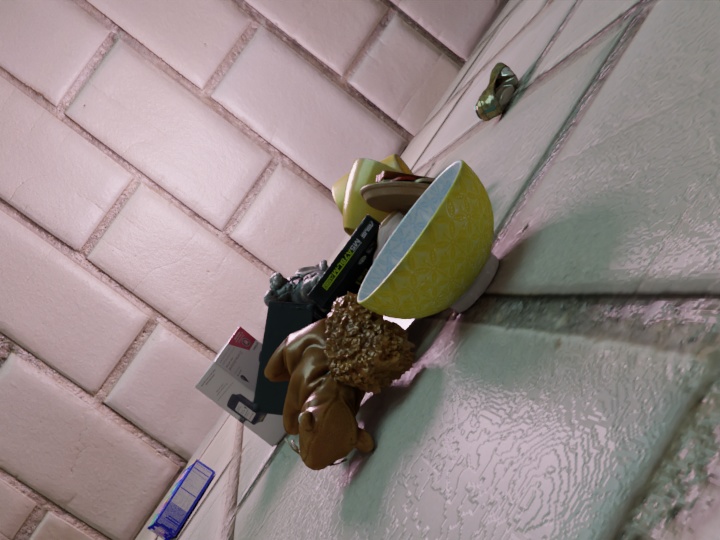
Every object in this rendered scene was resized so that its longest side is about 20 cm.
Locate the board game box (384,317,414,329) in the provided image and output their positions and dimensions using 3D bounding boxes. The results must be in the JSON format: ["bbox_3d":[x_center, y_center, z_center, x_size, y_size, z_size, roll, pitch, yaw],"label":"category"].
[{"bbox_3d":[0.069,0.053,0.902,0.159,0.039,0.199,-56,14,-21],"label":"board game box"}]

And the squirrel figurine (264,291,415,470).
[{"bbox_3d":[-0.027,0.133,0.768,0.201,0.140,0.187,-56,12,18],"label":"squirrel figurine"}]

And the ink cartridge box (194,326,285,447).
[{"bbox_3d":[-0.211,0.233,1.287,0.084,0.199,0.145,-47,9,25],"label":"ink cartridge box"}]

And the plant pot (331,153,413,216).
[{"bbox_3d":[0.055,-0.201,1.694,0.188,0.202,0.201,-34,13,18],"label":"plant pot"}]

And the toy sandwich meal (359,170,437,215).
[{"bbox_3d":[0.091,-0.145,1.118,0.205,0.201,0.072,155,122,-76],"label":"toy sandwich meal"}]

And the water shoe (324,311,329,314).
[{"bbox_3d":[-0.065,0.089,1.489,0.201,0.078,0.071,-57,7,-19],"label":"water shoe"}]

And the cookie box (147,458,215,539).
[{"bbox_3d":[-0.520,0.665,1.845,0.201,0.075,0.171,-58,7,-35],"label":"cookie box"}]

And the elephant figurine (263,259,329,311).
[{"bbox_3d":[-0.098,0.045,1.364,0.198,0.142,0.157,-25,35,32],"label":"elephant figurine"}]

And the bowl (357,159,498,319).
[{"bbox_3d":[0.095,-0.014,0.739,0.201,0.107,0.200,-53,7,9],"label":"bowl"}]

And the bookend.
[{"bbox_3d":[-0.118,0.182,1.224,0.199,0.090,0.204,56,-140,-69],"label":"bookend"}]

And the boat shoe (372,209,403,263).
[{"bbox_3d":[0.069,-0.033,1.197,0.071,0.069,0.201,-46,-17,-17],"label":"boat shoe"}]

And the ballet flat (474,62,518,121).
[{"bbox_3d":[0.307,-0.395,1.379,0.071,0.070,0.201,-45,11,52],"label":"ballet flat"}]

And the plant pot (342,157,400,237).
[{"bbox_3d":[0.037,-0.130,1.403,0.144,0.198,0.200,-61,8,-10],"label":"plant pot"}]

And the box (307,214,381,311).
[{"bbox_3d":[0.000,0.000,1.271,0.195,0.047,0.200,-55,-21,1],"label":"box"}]
